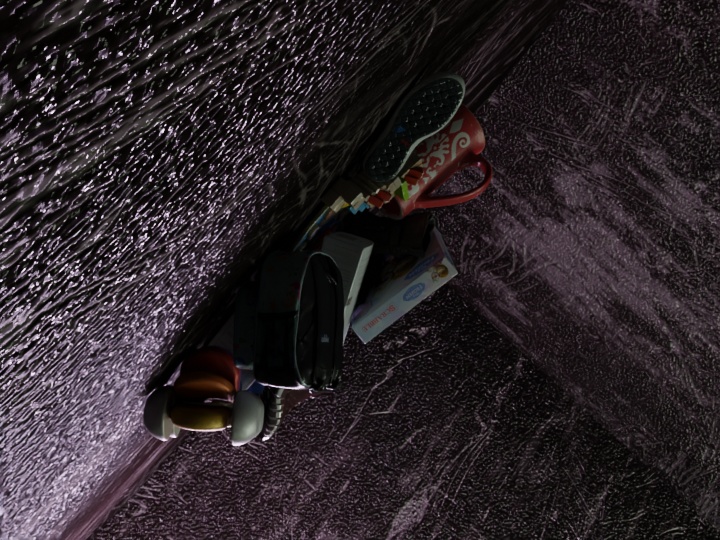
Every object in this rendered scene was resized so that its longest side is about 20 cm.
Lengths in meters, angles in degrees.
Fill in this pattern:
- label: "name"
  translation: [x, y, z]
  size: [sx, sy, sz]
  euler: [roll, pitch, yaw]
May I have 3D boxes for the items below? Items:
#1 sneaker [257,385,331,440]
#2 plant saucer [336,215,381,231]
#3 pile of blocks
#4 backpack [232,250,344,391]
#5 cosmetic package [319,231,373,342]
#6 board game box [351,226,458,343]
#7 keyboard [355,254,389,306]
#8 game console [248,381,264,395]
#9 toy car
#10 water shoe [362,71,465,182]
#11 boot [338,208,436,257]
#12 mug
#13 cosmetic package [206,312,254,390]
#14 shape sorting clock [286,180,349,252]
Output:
- label: "sneaker"
  translation: [-0.106, 0.216, 1.400]
  size: [0.115, 0.076, 0.201]
  euler: [-2, 140, -24]
- label: "plant saucer"
  translation: [-0.045, -0.061, 1.666]
  size: [0.200, 0.039, 0.201]
  euler: [-34, 171, -6]
- label: "pile of blocks"
  translation: [0.032, -0.119, 1.292]
  size: [0.199, 0.062, 0.083]
  euler: [-28, 145, -34]
- label: "backpack"
  translation: [-0.098, 0.069, 1.236]
  size: [0.177, 0.149, 0.202]
  euler: [16, 79, -69]
- label: "cosmetic package"
  translation: [-0.045, 0.043, 1.364]
  size: [0.102, 0.073, 0.202]
  euler: [-34, 140, -76]
- label: "board game box"
  translation: [0.067, 0.015, 1.467]
  size: [0.200, 0.041, 0.200]
  euler: [-38, -162, 10]
- label: "keyboard"
  translation: [0.000, 0.000, 1.496]
  size: [0.104, 0.040, 0.200]
  euler: [-26, -158, 27]
- label: "game console"
  translation: [-0.185, 0.169, 1.572]
  size: [0.117, 0.198, 0.177]
  euler: [58, 46, -57]
- label: "toy car"
  translation: [-0.240, 0.193, 1.317]
  size: [0.200, 0.173, 0.151]
  euler: [106, -12, -82]
- label: "water shoe"
  translation: [0.070, -0.219, 1.208]
  size: [0.200, 0.071, 0.079]
  euler: [-45, -158, 27]
- label: "boot"
  translation: [0.051, -0.078, 1.485]
  size: [0.173, 0.070, 0.201]
  euler: [-9, -140, 16]
- label: "mug"
  translation: [0.114, -0.185, 1.425]
  size: [0.200, 0.177, 0.134]
  euler: [-43, 135, -16]
- label: "cosmetic package"
  translation: [-0.191, 0.124, 1.417]
  size: [0.200, 0.103, 0.073]
  euler: [-48, -179, 24]
- label: "shape sorting clock"
  translation: [-0.064, -0.069, 1.380]
  size: [0.200, 0.039, 0.200]
  euler: [-49, 179, -1]
